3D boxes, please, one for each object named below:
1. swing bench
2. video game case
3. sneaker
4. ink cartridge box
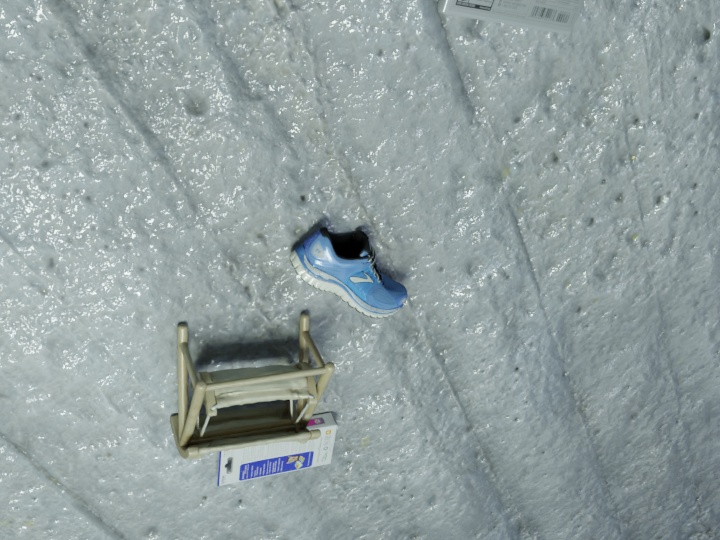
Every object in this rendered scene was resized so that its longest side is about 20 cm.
[{"bbox_3d":[-0.161,0.183,1.288,0.197,0.130,0.201,-5,128,-23],"label":"swing bench"},{"bbox_3d":[0.207,-0.388,1.083,0.198,0.023,0.183,1,125,-26],"label":"video game case"},{"bbox_3d":[0.000,0.000,1.254,0.199,0.079,0.089,26,114,-38],"label":"sneaker"},{"bbox_3d":[-0.138,0.290,1.448,0.198,0.037,0.095,-8,130,-23],"label":"ink cartridge box"}]
